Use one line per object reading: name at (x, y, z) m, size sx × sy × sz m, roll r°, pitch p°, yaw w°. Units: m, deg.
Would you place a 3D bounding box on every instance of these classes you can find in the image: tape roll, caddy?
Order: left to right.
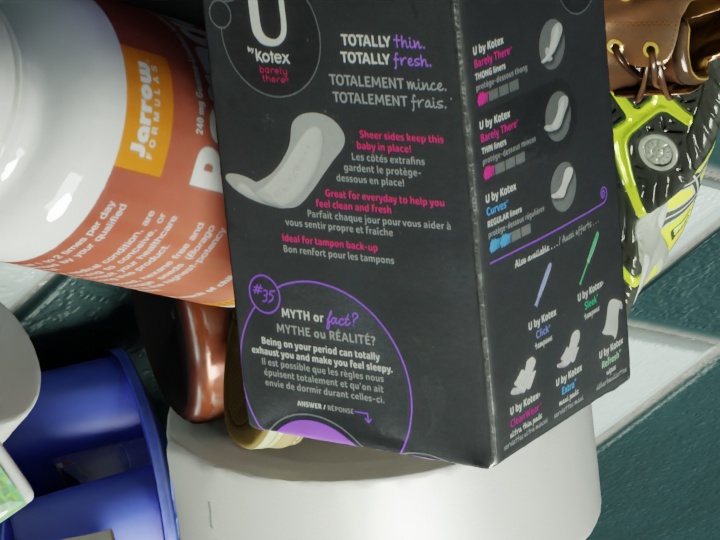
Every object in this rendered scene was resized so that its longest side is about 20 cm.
caddy at (-0.132, 0.127, 1.352) m, size 0.105 × 0.141 × 0.200 m, roll -11°, pitch 152°, yaw -15°
tape roll at (0.010, 0.087, 1.273) m, size 0.202 × 0.202 × 0.071 m, roll -13°, pitch 112°, yaw -17°

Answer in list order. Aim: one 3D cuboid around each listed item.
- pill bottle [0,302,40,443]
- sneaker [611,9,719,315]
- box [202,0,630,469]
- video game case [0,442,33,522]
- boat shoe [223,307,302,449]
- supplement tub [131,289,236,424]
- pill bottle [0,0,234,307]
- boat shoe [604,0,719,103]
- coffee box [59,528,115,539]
pill bottle at (-0.234, 0.089, 1.238) m, size 0.113 × 0.113 × 0.200 m, roll 7°, pitch 141°, yaw -44°
sneaker at (0.134, -0.060, 1.309) m, size 0.076 × 0.075 × 0.200 m, roll -48°, pitch 166°, yaw -44°
box at (0.023, -0.040, 1.045) m, size 0.122 × 0.200 × 0.106 m, roll 7°, pitch -159°, yaw 35°
video game case at (-0.259, 0.067, 1.098) m, size 0.182 × 0.022 × 0.200 m, roll -35°, pitch 113°, yaw -8°
boat shoe at (0.000, -0.013, 1.163) m, size 0.066 × 0.074 × 0.200 m, roll 18°, pitch 94°, yaw -29°
supplement tub at (0.000, 0.000, 1.258) m, size 0.200 × 0.107 × 0.107 m, roll -13°, pitch 151°, yaw -17°
pill bottle at (-0.108, -0.053, 1.076) m, size 0.112 × 0.112 × 0.200 m, roll -39°, pitch 149°, yaw 29°
boat shoe at (0.126, -0.110, 1.194) m, size 0.200 × 0.068 × 0.072 m, roll -25°, pitch 153°, yaw 6°
coffee box at (-0.195, 0.195, 1.229) m, size 0.200 × 0.080 × 0.113 m, roll -12°, pitch 146°, yaw -2°
